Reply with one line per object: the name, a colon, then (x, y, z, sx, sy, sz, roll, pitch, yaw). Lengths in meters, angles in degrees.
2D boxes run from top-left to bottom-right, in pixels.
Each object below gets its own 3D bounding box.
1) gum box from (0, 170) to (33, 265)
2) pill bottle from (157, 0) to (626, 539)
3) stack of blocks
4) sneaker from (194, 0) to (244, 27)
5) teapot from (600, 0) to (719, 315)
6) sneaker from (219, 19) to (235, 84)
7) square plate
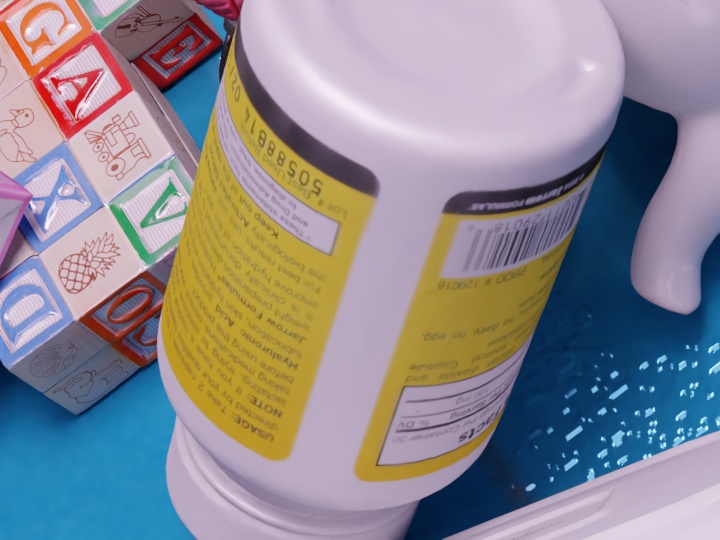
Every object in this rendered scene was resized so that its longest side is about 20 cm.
gum box: (-0.199, 0.024, 0.972, 0.113, 0.066, 0.201, 34, 104, 32)
pill bottle: (0.000, 0.000, 0.873, 0.111, 0.201, 0.112, 10, 42, -9)
stack of blocks: (-0.109, -0.066, 1.017, 0.115, 0.059, 0.200, -36, 63, 6)
sneaker: (-0.002, -0.144, 0.948, 0.080, 0.075, 0.201, -26, 37, 47)
teapot: (0.098, -0.130, 0.919, 0.146, 0.197, 0.200, -28, 25, 48)
sneaker: (-0.022, -0.103, 0.999, 0.199, 0.060, 0.104, 36, 81, 24)
square plate: (0.052, 0.086, 0.831, 0.199, 0.198, 0.029, -23, 89, 11)
